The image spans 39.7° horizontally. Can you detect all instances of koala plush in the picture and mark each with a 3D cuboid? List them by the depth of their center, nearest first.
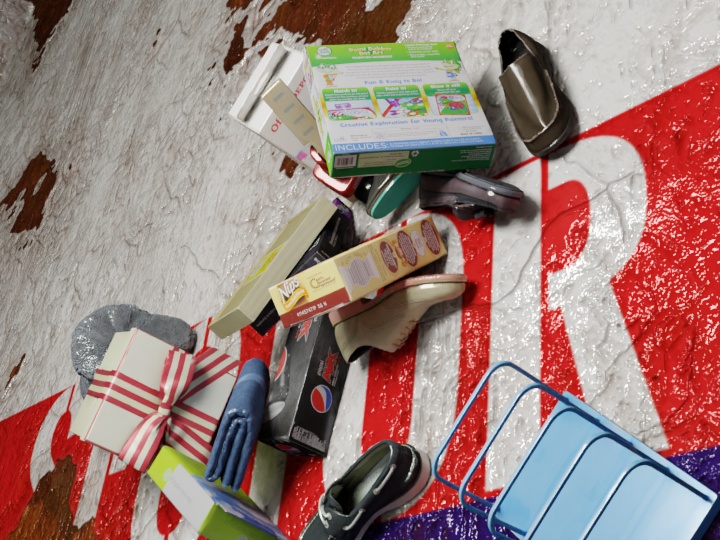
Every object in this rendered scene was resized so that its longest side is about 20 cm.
[{"bbox_3d":[-0.389,0.162,1.585,0.200,0.182,0.179,-44,27,48],"label":"koala plush"}]

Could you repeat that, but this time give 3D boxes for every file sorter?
[{"bbox_3d":[0.175,0.188,0.861,0.140,0.122,0.200,-58,34,2],"label":"file sorter"}]

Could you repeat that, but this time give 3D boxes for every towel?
[{"bbox_3d":[-0.149,0.189,1.267,0.200,0.048,0.113,-85,14,-77],"label":"towel"}]

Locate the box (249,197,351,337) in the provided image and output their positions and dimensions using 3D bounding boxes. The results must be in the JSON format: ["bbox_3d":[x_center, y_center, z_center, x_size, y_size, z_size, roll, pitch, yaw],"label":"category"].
[{"bbox_3d":[-0.080,-0.009,1.349,0.143,0.036,0.201,-44,14,21],"label":"box"}]

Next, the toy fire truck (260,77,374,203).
[{"bbox_3d":[-0.022,-0.204,1.311,0.128,0.200,0.177,33,92,23],"label":"toy fire truck"}]

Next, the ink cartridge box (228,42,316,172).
[{"bbox_3d":[-0.082,-0.228,1.438,0.129,0.199,0.125,-57,34,1],"label":"ink cartridge box"}]

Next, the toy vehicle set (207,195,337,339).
[{"bbox_3d":[-0.117,-0.004,1.317,0.201,0.026,0.124,-55,13,-26],"label":"toy vehicle set"}]

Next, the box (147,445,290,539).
[{"bbox_3d":[-0.173,0.292,1.230,0.048,0.122,0.199,-57,33,-5],"label":"box"}]

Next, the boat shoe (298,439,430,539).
[{"bbox_3d":[-0.012,0.254,1.105,0.200,0.060,0.076,-47,36,18],"label":"boat shoe"}]

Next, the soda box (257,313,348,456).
[{"bbox_3d":[-0.062,0.130,1.263,0.070,0.063,0.203,-11,56,48],"label":"soda box"}]

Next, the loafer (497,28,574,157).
[{"bbox_3d":[0.194,-0.215,1.186,0.073,0.071,0.202,-39,39,27],"label":"loafer"}]

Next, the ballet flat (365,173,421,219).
[{"bbox_3d":[0.072,-0.155,1.301,0.200,0.068,0.069,-42,64,12],"label":"ballet flat"}]

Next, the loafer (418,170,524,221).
[{"bbox_3d":[0.128,-0.085,1.192,0.200,0.071,0.064,31,109,62],"label":"loafer"}]

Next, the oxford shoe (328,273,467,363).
[{"bbox_3d":[0.050,0.056,1.190,0.199,0.070,0.075,-25,73,39],"label":"oxford shoe"}]

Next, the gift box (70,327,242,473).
[{"bbox_3d":[-0.275,0.188,1.397,0.186,0.198,0.187,-11,58,66],"label":"gift box"}]

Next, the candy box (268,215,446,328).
[{"bbox_3d":[0.000,0.000,1.178,0.115,0.199,0.056,-23,91,41],"label":"candy box"}]

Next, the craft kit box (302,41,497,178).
[{"bbox_3d":[0.042,-0.199,1.202,0.049,0.197,0.199,101,161,-51],"label":"craft kit box"}]
